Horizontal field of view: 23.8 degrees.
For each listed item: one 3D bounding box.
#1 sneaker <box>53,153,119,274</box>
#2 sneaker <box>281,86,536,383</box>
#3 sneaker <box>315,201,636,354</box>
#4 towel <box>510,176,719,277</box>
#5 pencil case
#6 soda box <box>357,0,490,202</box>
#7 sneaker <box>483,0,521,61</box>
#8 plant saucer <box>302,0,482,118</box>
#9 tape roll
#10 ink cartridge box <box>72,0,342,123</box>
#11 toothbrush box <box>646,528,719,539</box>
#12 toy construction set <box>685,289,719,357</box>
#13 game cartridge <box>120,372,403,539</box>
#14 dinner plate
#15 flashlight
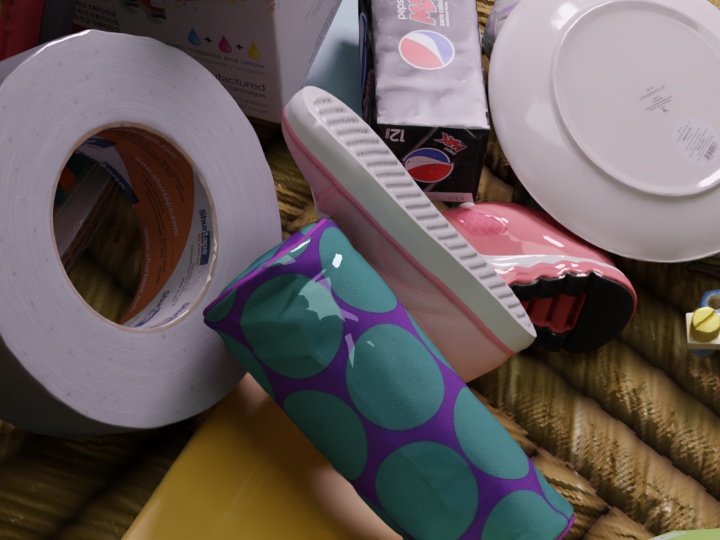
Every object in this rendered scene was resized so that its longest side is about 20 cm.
[{"bbox_3d":[-0.188,-0.031,0.930,0.079,0.072,0.201,28,50,-1],"label":"sneaker"},{"bbox_3d":[0.000,0.000,0.910,0.200,0.104,0.076,46,17,-31],"label":"sneaker"},{"bbox_3d":[0.061,-0.006,1.010,0.198,0.074,0.087,11,35,-14],"label":"sneaker"},{"bbox_3d":[0.202,-0.077,1.080,0.198,0.023,0.145,14,86,-11],"label":"towel"},{"bbox_3d":[0.013,0.071,0.841,0.085,0.092,0.200,-40,90,-14],"label":"pencil case"},{"bbox_3d":[0.035,-0.136,1.038,0.070,0.064,0.201,2,49,-5],"label":"soda box"},{"bbox_3d":[0.159,-0.123,1.125,0.199,0.081,0.089,37,77,-2],"label":"sneaker"},{"bbox_3d":[-0.020,-0.157,1.113,0.199,0.039,0.203,9,51,-12],"label":"plant saucer"},{"bbox_3d":[-0.132,-0.017,0.870,0.199,0.066,0.203,9,77,-44],"label":"tape roll"},{"bbox_3d":[-0.090,-0.215,0.977,0.144,0.201,0.146,16,58,12],"label":"ink cartridge box"},{"bbox_3d":[0.114,0.216,0.787,0.198,0.086,0.147,-13,86,-26],"label":"toothbrush box"},{"bbox_3d":[0.302,0.037,1.021,0.199,0.092,0.132,30,66,6],"label":"toy construction set"},{"bbox_3d":[-0.023,0.146,0.873,0.175,0.033,0.200,29,46,6],"label":"game cartridge"},{"bbox_3d":[0.174,-0.101,1.035,0.198,0.024,0.202,6,68,-15],"label":"dinner plate"},{"bbox_3d":[-0.189,-0.137,0.931,0.068,0.201,0.068,34,50,12],"label":"flashlight"}]
